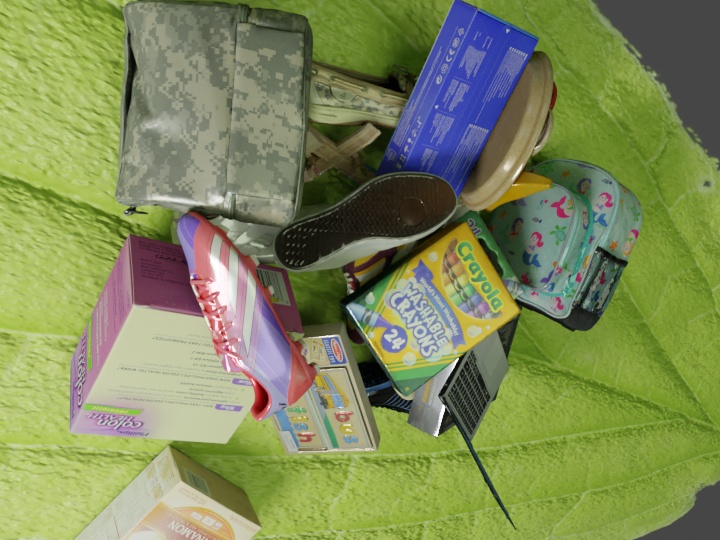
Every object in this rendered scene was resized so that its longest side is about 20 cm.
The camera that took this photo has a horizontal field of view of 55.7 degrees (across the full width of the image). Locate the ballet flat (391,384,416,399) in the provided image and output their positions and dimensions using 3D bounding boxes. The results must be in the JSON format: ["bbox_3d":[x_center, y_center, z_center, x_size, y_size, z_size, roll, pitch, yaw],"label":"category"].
[{"bbox_3d":[0.069,0.075,0.860,0.066,0.057,0.202,-15,115,-43],"label":"ballet flat"}]

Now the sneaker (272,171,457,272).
[{"bbox_3d":[0.001,-0.050,0.718,0.199,0.085,0.073,-18,87,-9],"label":"sneaker"}]

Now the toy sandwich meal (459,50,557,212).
[{"bbox_3d":[0.173,-0.148,0.773,0.070,0.205,0.206,19,104,-15],"label":"toy sandwich meal"}]

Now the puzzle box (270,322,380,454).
[{"bbox_3d":[-0.059,0.155,0.858,0.132,0.025,0.201,-7,123,16],"label":"puzzle box"}]

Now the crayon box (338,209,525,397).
[{"bbox_3d":[0.092,0.033,0.783,0.199,0.052,0.126,-35,99,-8],"label":"crayon box"}]

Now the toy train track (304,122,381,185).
[{"bbox_3d":[-0.001,-0.104,0.778,0.114,0.033,0.200,-28,147,28],"label":"toy train track"}]

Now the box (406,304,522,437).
[{"bbox_3d":[0.147,0.121,0.930,0.199,0.048,0.160,-10,117,-56],"label":"box"}]

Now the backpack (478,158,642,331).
[{"bbox_3d":[0.258,-0.046,0.891,0.150,0.177,0.201,28,92,-39],"label":"backpack"}]

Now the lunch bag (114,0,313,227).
[{"bbox_3d":[-0.137,-0.145,0.630,0.166,0.139,0.202,4,95,-13],"label":"lunch bag"}]

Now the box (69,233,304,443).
[{"bbox_3d":[-0.187,0.081,0.714,0.175,0.097,0.200,13,128,-33],"label":"box"}]

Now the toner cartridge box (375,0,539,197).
[{"bbox_3d":[0.100,-0.172,0.727,0.095,0.043,0.201,8,118,-37],"label":"toner cartridge box"}]

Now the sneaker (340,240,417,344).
[{"bbox_3d":[0.000,0.000,0.826,0.090,0.075,0.201,4,117,-29],"label":"sneaker"}]

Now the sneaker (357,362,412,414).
[{"bbox_3d":[0.043,0.166,0.939,0.199,0.070,0.078,-12,112,-25],"label":"sneaker"}]

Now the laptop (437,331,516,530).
[{"bbox_3d":[0.177,0.189,0.857,0.201,0.115,0.188,-58,149,-17],"label":"laptop"}]

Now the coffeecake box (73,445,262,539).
[{"bbox_3d":[-0.253,0.345,0.861,0.200,0.073,0.154,-45,127,-2],"label":"coffeecake box"}]

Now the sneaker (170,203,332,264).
[{"bbox_3d":[-0.108,-0.053,0.744,0.199,0.075,0.100,-15,121,-22],"label":"sneaker"}]

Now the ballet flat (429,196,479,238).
[{"bbox_3d":[0.121,-0.027,0.892,0.075,0.064,0.201,3,111,-31],"label":"ballet flat"}]

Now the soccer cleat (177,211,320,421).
[{"bbox_3d":[-0.110,0.043,0.605,0.076,0.067,0.201,-40,114,-22],"label":"soccer cleat"}]

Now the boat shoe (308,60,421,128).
[{"bbox_3d":[0.023,-0.195,0.749,0.199,0.073,0.063,-6,119,-26],"label":"boat shoe"}]
